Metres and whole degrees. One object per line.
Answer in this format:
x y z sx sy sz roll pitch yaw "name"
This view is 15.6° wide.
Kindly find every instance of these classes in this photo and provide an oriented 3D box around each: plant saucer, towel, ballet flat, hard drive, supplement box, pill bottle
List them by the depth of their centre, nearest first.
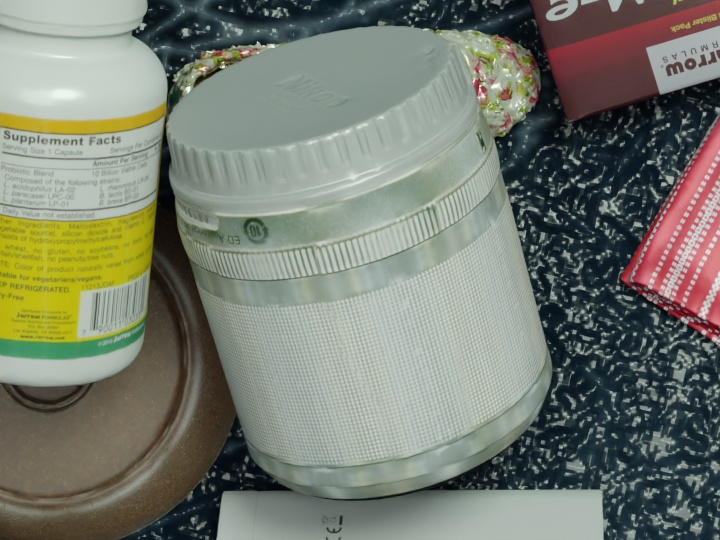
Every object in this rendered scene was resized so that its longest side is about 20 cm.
-0.152 -0.056 1.269 0.112 0.113 0.201 9 110 5 "pill bottle"
0.024 0.164 1.335 0.199 0.132 0.027 -1 130 5 "hard drive"
0.127 -0.188 1.337 0.109 0.061 0.201 -16 103 12 "supplement box"
0.256 -0.003 1.370 0.200 0.022 0.145 31 89 5 "towel"
-0.005 -0.089 1.373 0.199 0.064 0.076 -7 86 3 "ballet flat"
-0.163 0.048 1.393 0.200 0.034 0.201 0 88 4 "plant saucer"

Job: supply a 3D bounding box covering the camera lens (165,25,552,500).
0.000 0.000 1.293 0.159 0.160 0.201 -15 114 3 "camera lens"
